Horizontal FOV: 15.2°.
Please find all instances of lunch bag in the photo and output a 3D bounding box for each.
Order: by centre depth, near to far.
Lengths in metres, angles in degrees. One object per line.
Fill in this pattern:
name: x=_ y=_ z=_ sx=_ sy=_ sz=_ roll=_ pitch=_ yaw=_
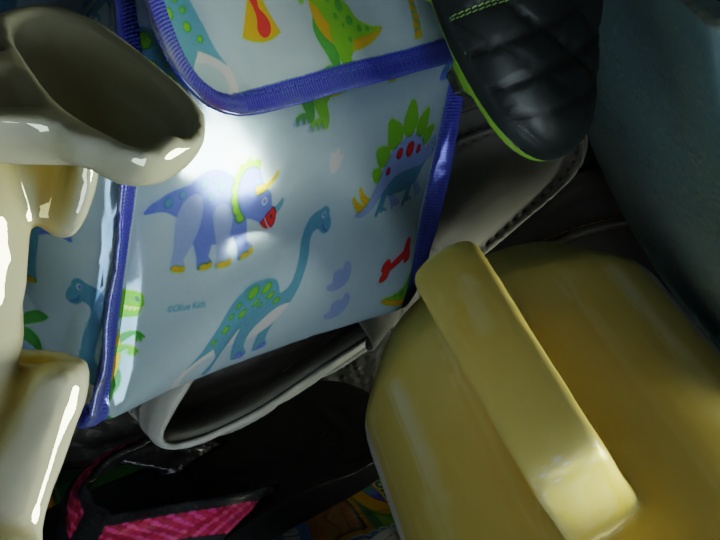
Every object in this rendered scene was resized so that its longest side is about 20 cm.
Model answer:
lunch bag: x=-0.048 y=-0.074 z=0.833 sx=0.170 sy=0.127 sz=0.201 roll=-19 pitch=125 yaw=-51

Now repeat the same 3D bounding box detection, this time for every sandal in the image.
sandal: x=-0.069 y=0.084 z=1.005 sx=0.199 sy=0.075 sz=0.045 roll=-31 pitch=139 yaw=-31

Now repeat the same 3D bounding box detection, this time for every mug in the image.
mug: x=0.079 y=0.062 z=0.881 sx=0.149 sy=0.154 sz=0.187 roll=-12 pitch=144 yaw=-23

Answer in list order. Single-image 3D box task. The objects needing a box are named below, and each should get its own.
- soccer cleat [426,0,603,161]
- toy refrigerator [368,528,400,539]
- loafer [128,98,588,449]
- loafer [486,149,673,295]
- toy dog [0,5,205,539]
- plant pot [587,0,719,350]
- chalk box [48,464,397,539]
soccer cleat: x=0.054 y=-0.135 z=0.812 sx=0.081 sy=0.201 sz=0.067 roll=-12 pitch=172 yaw=36
toy refrigerator: x=0.049 y=0.182 z=0.998 sx=0.070 sy=0.076 sz=0.200 roll=-36 pitch=133 yaw=7
loafer: x=0.000 y=0.000 z=0.985 sx=0.199 sy=0.070 sz=0.070 roll=-35 pitch=127 yaw=7
loafer: x=0.121 y=-0.008 z=1.032 sx=0.199 sy=0.072 sz=0.073 roll=-22 pitch=136 yaw=-4
toy dog: x=-0.156 y=0.015 z=0.749 sx=0.139 sy=0.194 sz=0.201 roll=-7 pitch=126 yaw=-38
plant pot: x=0.182 y=-0.047 z=0.904 sx=0.195 sy=0.196 sz=0.201 roll=-16 pitch=118 yaw=-10
chalk box: x=-0.023 y=0.154 z=1.078 sx=0.199 sy=0.124 sz=0.125 roll=-4 pitch=130 yaw=-22
